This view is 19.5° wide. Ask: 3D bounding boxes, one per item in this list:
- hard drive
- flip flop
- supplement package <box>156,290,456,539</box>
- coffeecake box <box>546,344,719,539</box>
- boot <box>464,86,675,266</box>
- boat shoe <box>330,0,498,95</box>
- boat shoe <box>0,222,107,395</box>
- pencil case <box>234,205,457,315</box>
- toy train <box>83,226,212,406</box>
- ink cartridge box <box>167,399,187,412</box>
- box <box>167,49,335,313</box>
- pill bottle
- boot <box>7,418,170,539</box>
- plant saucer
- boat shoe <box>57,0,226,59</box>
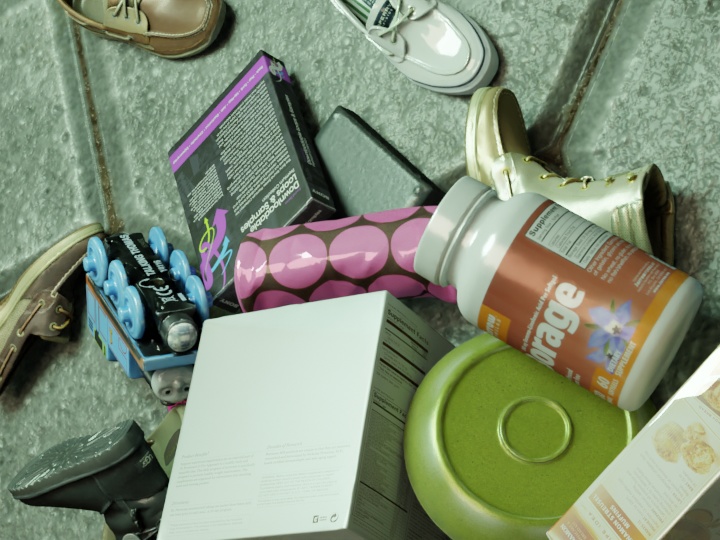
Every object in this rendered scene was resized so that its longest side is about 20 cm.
[{"bbox_3d":[-0.029,-0.026,1.825,0.140,0.033,0.200,44,105,37],"label":"hard drive"},{"bbox_3d":[-0.193,0.191,1.851,0.200,0.057,0.081,-56,47,42],"label":"flip flop"},{"bbox_3d":[-0.031,0.147,1.680,0.191,0.147,0.201,-9,58,35],"label":"supplement package"},{"bbox_3d":[0.253,0.151,1.486,0.200,0.153,0.073,-50,53,15],"label":"coffeecake box"},{"bbox_3d":[0.167,-0.066,1.662,0.154,0.072,0.201,-18,75,34],"label":"boot"},{"bbox_3d":[0.031,-0.212,1.808,0.200,0.067,0.074,34,99,38],"label":"boat shoe"},{"bbox_3d":[-0.302,0.041,2.003,0.072,0.072,0.200,45,96,5],"label":"boat shoe"},{"bbox_3d":[0.000,0.000,1.727,0.199,0.094,0.091,-7,29,13],"label":"pencil case"},{"bbox_3d":[-0.186,0.040,1.848,0.200,0.086,0.115,-134,39,-55],"label":"toy train"},{"bbox_3d":[-0.116,0.148,1.846,0.095,0.037,0.201,-30,59,28],"label":"ink cartridge box"},{"bbox_3d":[-0.100,-0.080,1.859,0.143,0.036,0.200,-44,41,26],"label":"box"},{"bbox_3d":[0.145,0.012,1.571,0.200,0.112,0.112,29,96,15],"label":"pill bottle"},{"bbox_3d":[-0.196,0.236,1.807,0.165,0.200,0.066,-19,22,43],"label":"boot"},{"bbox_3d":[0.132,0.126,1.590,0.199,0.031,0.201,0,61,1],"label":"plant saucer"},{"bbox_3d":[-0.215,-0.249,2.001,0.199,0.072,0.076,9,83,38],"label":"boat shoe"}]
